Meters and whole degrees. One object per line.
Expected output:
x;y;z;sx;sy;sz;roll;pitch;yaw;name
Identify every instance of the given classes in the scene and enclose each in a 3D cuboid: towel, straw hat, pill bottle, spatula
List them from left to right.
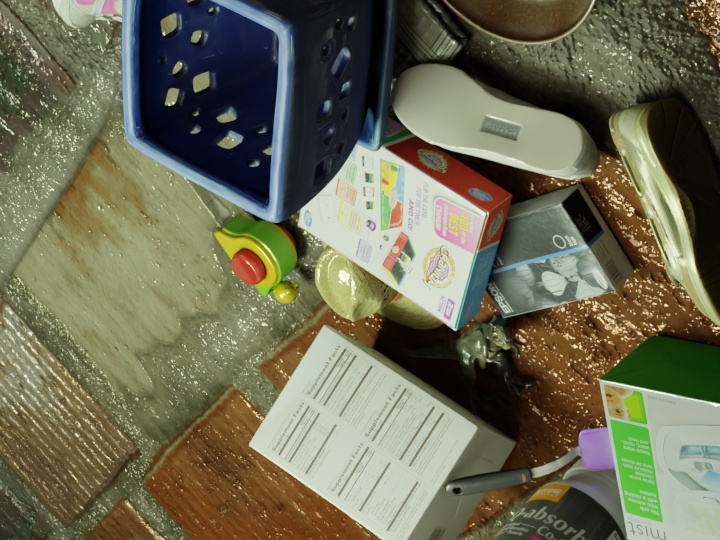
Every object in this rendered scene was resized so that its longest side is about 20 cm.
-0.013;-0.235;1.628;0.200;0.035;0.193;49;146;0;towel
0.000;0.000;1.799;0.201;0.085;0.201;29;141;26;straw hat
0.180;0.191;1.737;0.021;0.200;0.057;-106;2;-56;spatula
0.195;0.279;1.753;0.116;0.200;0.116;29;142;26;pill bottle

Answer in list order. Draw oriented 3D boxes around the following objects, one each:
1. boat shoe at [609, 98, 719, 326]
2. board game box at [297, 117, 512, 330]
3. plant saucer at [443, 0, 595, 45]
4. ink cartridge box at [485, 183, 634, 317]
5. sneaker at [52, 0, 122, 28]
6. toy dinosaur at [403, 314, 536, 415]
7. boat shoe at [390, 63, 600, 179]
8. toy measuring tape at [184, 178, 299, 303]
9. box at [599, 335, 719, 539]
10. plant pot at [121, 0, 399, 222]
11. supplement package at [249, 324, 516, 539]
0.267;-0.046;1.471;0.063;0.073;0.201;-4;118;58;boat shoe
0.037;-0.056;1.669;0.200;0.040;0.153;34;136;22;board game box
0.119;-0.279;1.436;0.200;0.037;0.200;28;141;26;plant saucer
0.156;-0.012;1.656;0.099;0.039;0.200;56;146;-11;ink cartridge box
-0.243;-0.282;1.797;0.088;0.081;0.200;55;146;-7;sneaker
0.121;0.094;1.798;0.088;0.047;0.200;56;150;-5;toy dinosaur
0.120;-0.128;1.560;0.200;0.072;0.069;16;174;29;boat shoe
-0.124;-0.049;1.907;0.074;0.074;0.200;-18;110;54;toy measuring tape
0.330;0.166;1.571;0.200;0.097;0.177;11;122;42;box
-0.078;-0.187;1.547;0.200;0.180;0.200;29;131;30;plant pot
0.025;0.180;1.840;0.200;0.151;0.152;32;-179;23;supplement package
